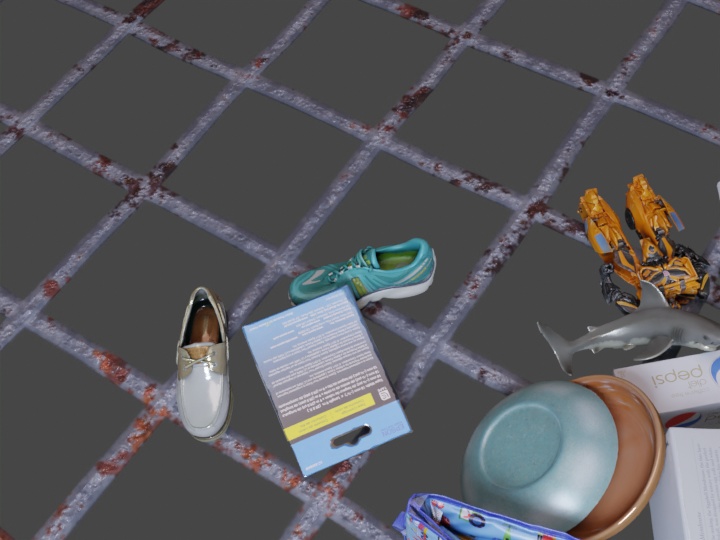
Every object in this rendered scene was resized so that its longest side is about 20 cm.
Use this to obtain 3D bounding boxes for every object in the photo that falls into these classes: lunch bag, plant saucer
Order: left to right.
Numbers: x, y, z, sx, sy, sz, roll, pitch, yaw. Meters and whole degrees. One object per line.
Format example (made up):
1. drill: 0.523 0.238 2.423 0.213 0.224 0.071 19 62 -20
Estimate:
1. lunch bag: 0.127 0.302 1.083 0.200 0.151 0.094 24 62 20
2. plant saucer: 0.188 0.204 1.152 0.201 0.039 0.201 -27 41 26
3. plant saucer: 0.253 0.213 1.149 0.200 0.037 0.200 -30 41 30

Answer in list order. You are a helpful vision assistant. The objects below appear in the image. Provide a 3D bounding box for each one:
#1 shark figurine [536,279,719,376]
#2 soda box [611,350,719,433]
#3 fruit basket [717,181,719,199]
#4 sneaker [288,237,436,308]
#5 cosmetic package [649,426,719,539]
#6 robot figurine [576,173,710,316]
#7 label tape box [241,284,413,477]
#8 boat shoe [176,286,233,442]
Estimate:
1. shark figurine: 0.329 0.060 1.250 0.214 0.090 0.128 -8 10 16
2. soda box: 0.401 0.142 1.219 0.200 0.064 0.068 -10 56 -2
3. fruit basket: 0.527 -0.082 1.298 0.094 0.185 0.200 16 55 -26
4. sneaker: 0.000 0.000 1.342 0.200 0.080 0.078 -16 56 -5
5. cosmetic package: 0.420 0.280 1.080 0.200 0.123 0.200 3 58 -1
6. robot figurine: 0.366 -0.027 1.338 0.145 0.058 0.200 -17 56 -5
7. label tape box: -0.042 0.138 1.256 0.144 0.063 0.200 -21 73 -9
8. boat shoe: -0.201 0.114 1.290 0.075 0.068 0.200 -8 56 0
